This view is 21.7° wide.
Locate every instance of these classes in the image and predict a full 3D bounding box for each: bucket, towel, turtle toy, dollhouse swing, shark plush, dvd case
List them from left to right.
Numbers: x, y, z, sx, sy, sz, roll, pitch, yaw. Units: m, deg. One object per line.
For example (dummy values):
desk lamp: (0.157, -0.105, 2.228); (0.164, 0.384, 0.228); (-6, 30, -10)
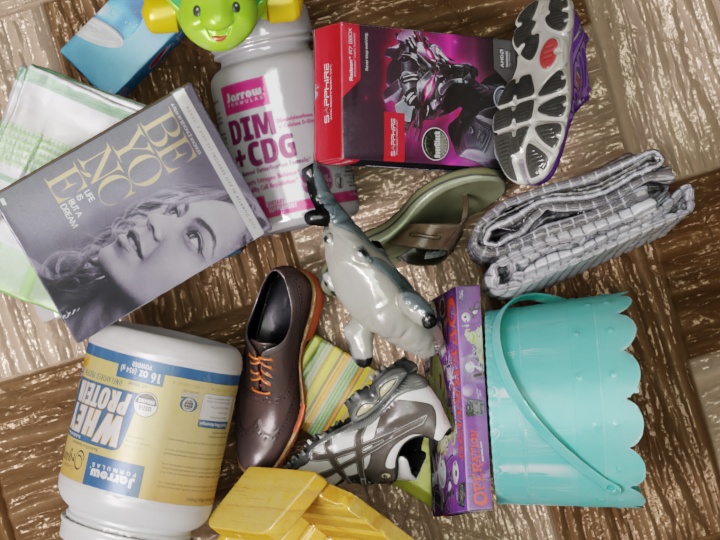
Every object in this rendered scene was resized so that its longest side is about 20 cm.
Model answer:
towel: (-0.262, -0.067, 1.651); (0.148, 0.031, 0.201); (20, 90, 1)
dvd case: (-0.197, -0.050, 1.637); (0.199, 0.016, 0.149); (-31, 102, -8)
turtle toy: (-0.125, -0.264, 1.648); (0.145, 0.101, 0.201); (-6, 54, -1)
dollhouse swing: (-0.047, 0.303, 1.687); (0.200, 0.181, 0.176); (40, 69, -22)
shark plush: (0.000, 0.000, 1.679); (0.200, 0.083, 0.091); (47, 121, 5)
towel: (0.019, 0.147, 1.787); (0.199, 0.018, 0.086); (31, 95, -1)
bucket: (0.183, 0.119, 1.700); (0.134, 0.207, 0.209); (-4, 90, 4)
towel: (0.195, -0.045, 1.714); (0.199, 0.166, 0.086); (-24, 84, -1)

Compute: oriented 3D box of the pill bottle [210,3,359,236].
pill bottle: (-0.075, -0.138, 1.736); (0.113, 0.113, 0.201); (-13, 90, 0)

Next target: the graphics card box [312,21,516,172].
graphics card box: (0.052, -0.155, 1.720); (0.199, 0.051, 0.126); (2, 85, -33)

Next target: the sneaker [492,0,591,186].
sneaker: (0.182, -0.159, 1.724); (0.083, 0.080, 0.201); (41, 52, -38)

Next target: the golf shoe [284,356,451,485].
golf shoe: (0.003, 0.172, 1.719); (0.095, 0.078, 0.200); (48, 124, 8)

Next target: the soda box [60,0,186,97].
soda box: (-0.186, -0.249, 1.760); (0.068, 0.064, 0.200); (45, 89, -1)

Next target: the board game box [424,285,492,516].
board game box: (0.087, 0.121, 1.718); (0.032, 0.120, 0.201); (1, 80, -17)

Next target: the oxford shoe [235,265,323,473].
oxford shoe: (-0.089, 0.093, 1.747); (0.071, 0.072, 0.201); (7, 85, 22)

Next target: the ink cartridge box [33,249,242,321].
ink cartridge box: (-0.227, -0.040, 1.729); (0.199, 0.125, 0.129); (-23, 90, -1)

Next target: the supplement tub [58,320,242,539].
supplement tub: (-0.195, 0.155, 1.720); (0.144, 0.145, 0.201); (12, 90, 0)

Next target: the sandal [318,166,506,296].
sandal: (0.055, -0.027, 1.752); (0.201, 0.080, 0.057); (-35, 63, 8)
